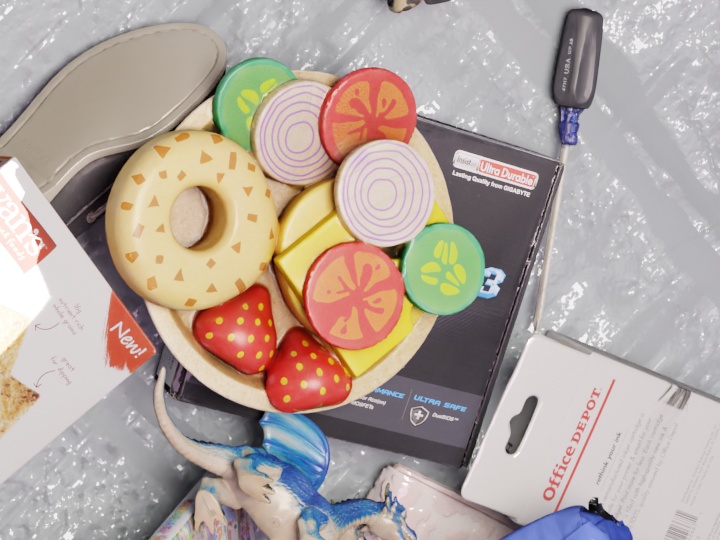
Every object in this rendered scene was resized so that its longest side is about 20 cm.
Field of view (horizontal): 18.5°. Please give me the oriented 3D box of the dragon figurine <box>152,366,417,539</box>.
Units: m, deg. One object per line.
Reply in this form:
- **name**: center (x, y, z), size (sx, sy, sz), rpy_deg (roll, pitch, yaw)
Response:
- **dragon figurine**: center (-0.052, 0.118, 1.279), size (0.200, 0.100, 0.059), rpy_deg (42, 116, -15)

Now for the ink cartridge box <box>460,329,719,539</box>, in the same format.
- **ink cartridge box**: center (0.155, 0.113, 1.382), size (0.200, 0.067, 0.116), rpy_deg (23, 95, -22)

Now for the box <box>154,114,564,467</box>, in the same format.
- **box**: center (0.000, 0.000, 1.316), size (0.200, 0.050, 0.199), rpy_deg (16, 97, -22)

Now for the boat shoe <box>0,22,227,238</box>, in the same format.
- **boat shoe**: center (-0.156, -0.065, 1.254), size (0.200, 0.073, 0.063), rpy_deg (-40, 154, -13)

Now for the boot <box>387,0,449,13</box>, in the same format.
- **boot**: center (0.006, -0.220, 1.260), size (0.200, 0.073, 0.151), rpy_deg (-24, 108, -18)

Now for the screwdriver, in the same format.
- **screwdriver**: center (0.127, -0.060, 1.354), size (0.029, 0.028, 0.201), rpy_deg (5, 98, 9)

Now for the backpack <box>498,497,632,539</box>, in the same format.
- **backpack**: center (0.143, 0.230, 1.302), size (0.162, 0.200, 0.168), rpy_deg (-23, 72, 12)

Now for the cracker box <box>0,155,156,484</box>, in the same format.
- **cracker box**: center (-0.225, 0.051, 1.157), size (0.200, 0.058, 0.134), rpy_deg (-41, 109, -19)

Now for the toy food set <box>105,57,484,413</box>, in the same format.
- **toy food set**: center (-0.032, -0.020, 1.239), size (0.198, 0.049, 0.200), rpy_deg (-40, 106, -17)

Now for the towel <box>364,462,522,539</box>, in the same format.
- **towel**: center (0.051, 0.244, 1.394), size (0.191, 0.032, 0.200), rpy_deg (26, 91, -22)

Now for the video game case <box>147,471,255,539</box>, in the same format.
- **video game case**: center (-0.094, 0.209, 1.259), size (0.018, 0.200, 0.144), rpy_deg (-5, 106, 17)
